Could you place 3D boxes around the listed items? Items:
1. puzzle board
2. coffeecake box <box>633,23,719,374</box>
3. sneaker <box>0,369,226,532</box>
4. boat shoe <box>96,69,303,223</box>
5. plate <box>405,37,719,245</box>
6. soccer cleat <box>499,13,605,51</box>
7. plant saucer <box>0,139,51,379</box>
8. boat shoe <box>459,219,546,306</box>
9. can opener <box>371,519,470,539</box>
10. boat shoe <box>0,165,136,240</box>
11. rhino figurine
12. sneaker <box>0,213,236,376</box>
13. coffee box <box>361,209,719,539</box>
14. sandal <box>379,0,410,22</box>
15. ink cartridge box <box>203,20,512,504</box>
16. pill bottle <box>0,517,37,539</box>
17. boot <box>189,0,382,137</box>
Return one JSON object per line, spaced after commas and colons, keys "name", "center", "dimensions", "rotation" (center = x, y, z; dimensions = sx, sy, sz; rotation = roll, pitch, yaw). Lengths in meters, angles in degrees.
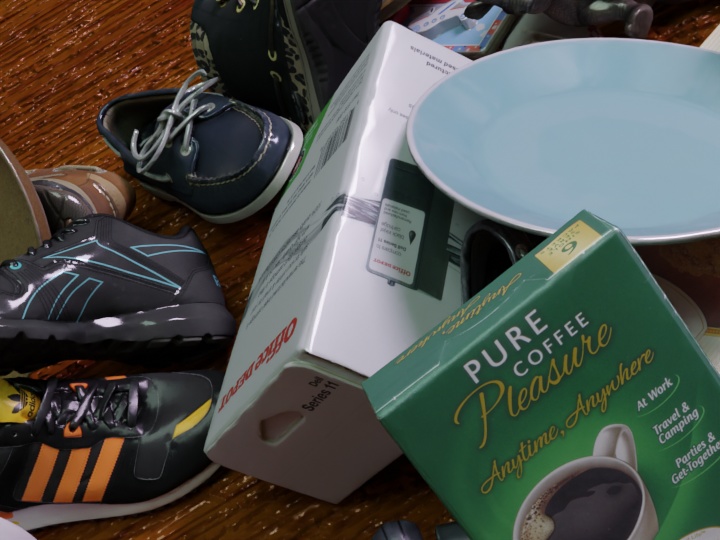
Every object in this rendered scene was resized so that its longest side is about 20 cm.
{"name": "puzzle board", "center": [0.041, -0.197, 0.949], "dimensions": [0.199, 0.017, 0.152], "rotation": [9, 60, 46]}
{"name": "coffeecake box", "center": [0.190, -0.013, 0.724], "dimensions": [0.153, 0.073, 0.200], "rotation": [32, 74, 39]}
{"name": "sneaker", "center": [-0.162, 0.090, 0.813], "dimensions": [0.198, 0.090, 0.071], "rotation": [-17, 49, 15]}
{"name": "boat shoe", "center": [-0.102, -0.080, 0.890], "dimensions": [0.075, 0.062, 0.199], "rotation": [-56, 30, -7]}
{"name": "plate", "center": [0.120, -0.057, 0.688], "dimensions": [0.197, 0.026, 0.201], "rotation": [-2, 32, 1]}
{"name": "soccer cleat", "center": [0.106, -0.096, 0.821], "dimensions": [0.069, 0.087, 0.202], "rotation": [-13, 51, 18]}
{"name": "plant saucer", "center": [-0.251, -0.014, 0.908], "dimensions": [0.198, 0.203, 0.035], "rotation": [12, 20, 33]}
{"name": "boat shoe", "center": [0.080, 0.075, 0.662], "dimensions": [0.071, 0.067, 0.203], "rotation": [-9, 84, 41]}
{"name": "can opener", "center": [0.049, 0.195, 0.645], "dimensions": [0.078, 0.064, 0.201], "rotation": [-24, 48, 8]}
{"name": "boat shoe", "center": [-0.224, -0.029, 0.959], "dimensions": [0.198, 0.077, 0.074], "rotation": [-1, 22, 37]}
{"name": "rhino figurine", "center": [0.130, -0.166, 0.830], "dimensions": [0.198, 0.061, 0.087], "rotation": [-15, 32, -32]}
{"name": "sneaker", "center": [-0.166, 0.013, 0.820], "dimensions": [0.075, 0.198, 0.080], "rotation": [-30, 66, 50]}
{"name": "coffee box", "center": [0.105, 0.089, 0.605], "dimensions": [0.123, 0.201, 0.044], "rotation": [-38, 17, 2]}
{"name": "sandal", "center": [-0.017, -0.201, 0.948], "dimensions": [0.199, 0.054, 0.081], "rotation": [16, 64, 49]}
{"name": "ink cartridge box", "center": [0.000, 0.000, 0.758], "dimensions": [0.147, 0.082, 0.202], "rotation": [-46, 25, 56]}
{"name": "pill bottle", "center": [-0.224, 0.228, 0.725], "dimensions": [0.113, 0.115, 0.202], "rotation": [-11, 51, 19]}
{"name": "boot", "center": [-0.053, -0.169, 0.891], "dimensions": [0.073, 0.206, 0.153], "rotation": [-29, 38, -29]}
